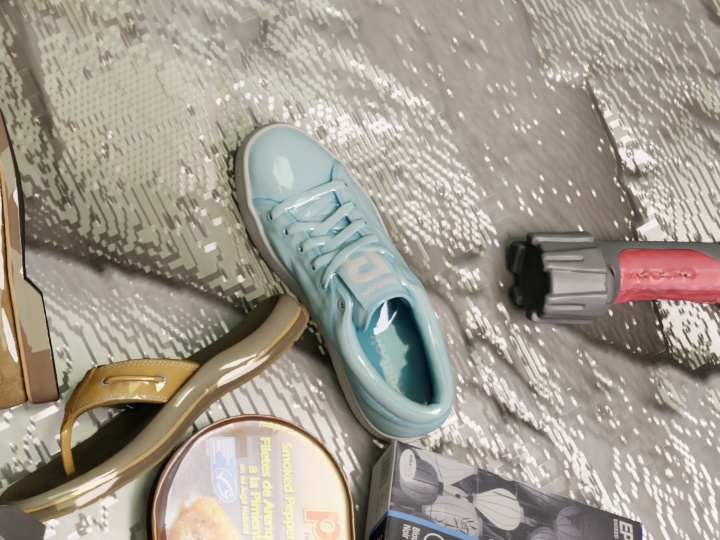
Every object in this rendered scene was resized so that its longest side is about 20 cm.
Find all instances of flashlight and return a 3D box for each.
[{"bbox_3d":[0.194,0.009,0.937,0.200,0.068,0.068,0,75,-19],"label":"flashlight"}]

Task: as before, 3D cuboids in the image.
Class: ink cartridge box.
[{"bbox_3d":[0.099,0.171,0.873,0.200,0.039,0.099,20,45,-14],"label":"ink cartridge box"}]

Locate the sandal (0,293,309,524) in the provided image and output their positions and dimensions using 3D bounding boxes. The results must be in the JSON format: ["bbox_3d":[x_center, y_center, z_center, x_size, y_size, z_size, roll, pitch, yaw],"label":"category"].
[{"bbox_3d":[-0.113,0.063,0.825,0.200,0.080,0.054,-38,104,-26],"label":"sandal"}]

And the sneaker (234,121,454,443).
[{"bbox_3d":[0.000,0.000,0.871,0.074,0.082,0.200,-31,90,-21],"label":"sneaker"}]

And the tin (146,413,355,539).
[{"bbox_3d":[-0.057,0.179,0.845,0.112,0.042,0.200,-1,81,-13],"label":"tin"}]

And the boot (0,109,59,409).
[{"bbox_3d":[-0.211,-0.024,0.821,0.075,0.074,0.200,-9,85,-9],"label":"boot"}]

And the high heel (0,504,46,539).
[{"bbox_3d":[-0.150,0.218,0.789,0.200,0.071,0.143,42,112,-13],"label":"high heel"}]
